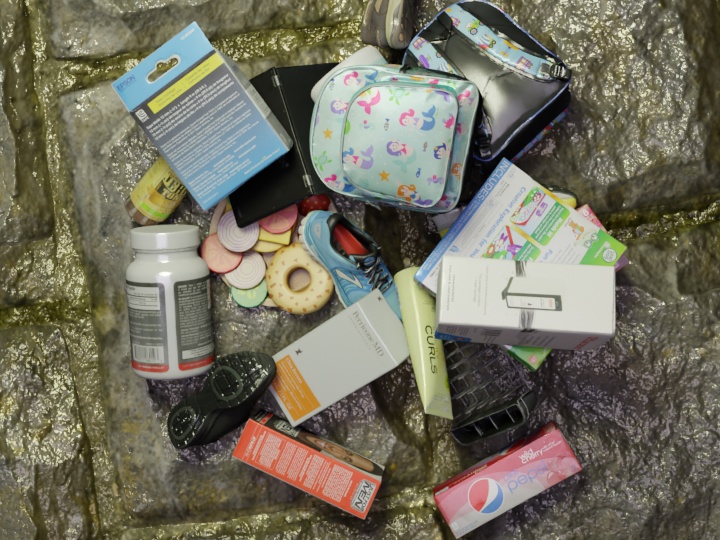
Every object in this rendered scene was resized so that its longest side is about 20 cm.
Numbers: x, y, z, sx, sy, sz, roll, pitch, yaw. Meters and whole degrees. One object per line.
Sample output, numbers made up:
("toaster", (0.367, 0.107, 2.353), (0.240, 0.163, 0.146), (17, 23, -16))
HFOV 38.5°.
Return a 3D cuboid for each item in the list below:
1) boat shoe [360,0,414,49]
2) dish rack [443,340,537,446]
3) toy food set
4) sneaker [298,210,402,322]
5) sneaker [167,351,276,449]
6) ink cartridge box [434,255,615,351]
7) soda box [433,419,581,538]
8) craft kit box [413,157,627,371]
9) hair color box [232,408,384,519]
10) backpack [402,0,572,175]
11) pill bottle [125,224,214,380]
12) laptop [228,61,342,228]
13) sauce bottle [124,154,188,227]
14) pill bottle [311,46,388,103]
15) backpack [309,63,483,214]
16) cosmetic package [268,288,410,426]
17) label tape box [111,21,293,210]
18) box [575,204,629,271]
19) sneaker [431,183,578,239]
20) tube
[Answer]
("boat shoe", (0.037, -0.387, 1.398), (0.073, 0.075, 0.201), (0, 58, 18))
("dish rack", (0.141, 0.128, 1.395), (0.054, 0.153, 0.200), (-31, 87, -39))
("toy food set", (-0.124, -0.042, 1.456), (0.197, 0.049, 0.201), (10, 92, 4))
("sneaker", (0.000, 0.000, 1.403), (0.200, 0.090, 0.078), (47, 66, -16))
("sneaker", (-0.180, 0.178, 1.430), (0.200, 0.091, 0.076), (-38, 60, 27))
("ink cartridge box", (0.191, 0.041, 1.227), (0.199, 0.146, 0.085), (4, 79, 2))
("soda box", (0.202, 0.289, 1.429), (0.199, 0.063, 0.070), (-31, 88, 5))
("craft kit box", (0.204, -0.008, 1.327), (0.197, 0.049, 0.200), (38, 85, 10))
("hair color box", (-0.069, 0.266, 1.431), (0.199, 0.102, 0.061), (25, 93, 3))
("backpack", (0.162, -0.251, 1.386), (0.183, 0.135, 0.200), (-44, 74, 3))
("pill bottle", (-0.263, 0.042, 1.424), (0.115, 0.116, 0.201), (-1, 99, 5))
("laptop", (-0.088, -0.177, 1.438), (0.199, 0.116, 0.188), (-22, 78, 24))
("sauce bottle", (-0.250, -0.144, 1.428), (0.065, 0.065, 0.200), (44, 114, 3))
("pill bottle", (0.032, -0.190, 1.379), (0.111, 0.111, 0.200), (-36, 93, 4))
("backpack", (0.037, -0.164, 1.257), (0.199, 0.151, 0.178), (13, 103, 11))
("cosmetic package", (-0.034, 0.121, 1.403), (0.200, 0.071, 0.102), (-34, 88, 30))
("label tape box", (-0.203, -0.201, 1.339), (0.143, 0.066, 0.200), (-33, 102, 13))
("box", (0.251, 0.008, 1.403), (0.200, 0.095, 0.100), (-36, 86, 4))
("sneaker", (0.204, -0.064, 1.423), (0.199, 0.078, 0.091), (-13, 98, 10))
("tube", (0.087, 0.096, 1.357), (0.058, 0.052, 0.201), (-2, 67, -18))
